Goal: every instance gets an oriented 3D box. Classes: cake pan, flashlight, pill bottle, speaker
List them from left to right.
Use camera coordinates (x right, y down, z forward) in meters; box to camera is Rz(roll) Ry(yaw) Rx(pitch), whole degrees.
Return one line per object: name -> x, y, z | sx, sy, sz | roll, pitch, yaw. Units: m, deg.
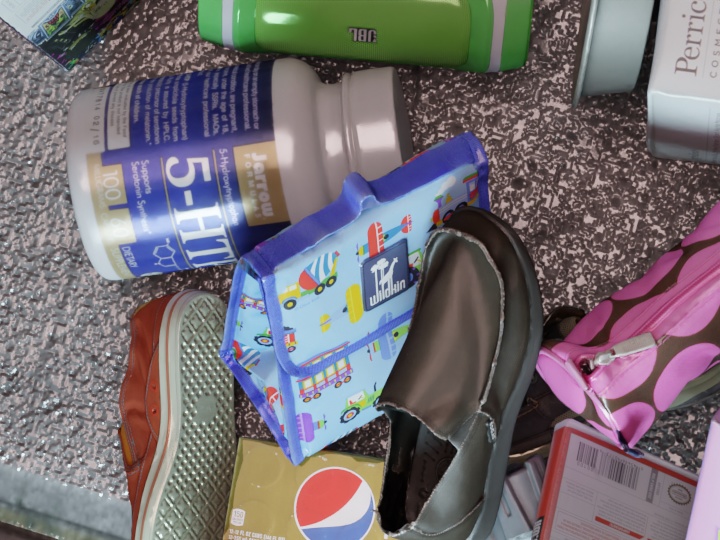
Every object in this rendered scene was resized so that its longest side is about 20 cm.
pill bottle -> -0.070, -0.066, 1.450 | 0.199, 0.120, 0.120 | -9, 82, 7
speaker -> 0.004, -0.168, 1.436 | 0.199, 0.088, 0.089 | 5, 84, 2
flashlight -> 0.124, 0.205, 1.358 | 0.067, 0.068, 0.201 | -22, 87, -2
cake pan -> 0.156, -0.193, 1.396 | 0.036, 0.200, 0.202 | 9, 84, 2

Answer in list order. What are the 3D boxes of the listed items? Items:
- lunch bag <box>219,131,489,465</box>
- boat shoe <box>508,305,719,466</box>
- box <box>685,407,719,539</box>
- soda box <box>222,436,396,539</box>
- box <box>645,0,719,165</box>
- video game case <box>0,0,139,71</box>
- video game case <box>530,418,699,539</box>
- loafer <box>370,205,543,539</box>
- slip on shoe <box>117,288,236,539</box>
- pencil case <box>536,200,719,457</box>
lunch bag -> 0.000, 0.000, 1.367 | 0.150, 0.200, 0.094 | -28, 63, -16
boat shoe -> 0.126, 0.056, 1.422 | 0.199, 0.075, 0.074 | -20, 123, -2
box -> 0.270, 0.091, 1.304 | 0.096, 0.176, 0.200 | 28, 56, 21
soda box -> 0.022, 0.149, 1.440 | 0.199, 0.064, 0.068 | 9, 86, 8
box -> 0.242, -0.170, 1.380 | 0.130, 0.200, 0.200 | 8, 85, 8
video game case -> -0.142, -0.218, 1.448 | 0.200, 0.181, 0.036 | -45, 79, 1
video game case -> 0.153, 0.199, 1.329 | 0.142, 0.017, 0.201 | 24, 62, -18
loafer -> 0.049, 0.065, 1.311 | 0.073, 0.071, 0.201 | 16, 106, 41
slip on shoe -> -0.119, 0.112, 1.470 | 0.061, 0.074, 0.201 | 2, 89, 43
pencil case -> 0.193, 0.012, 1.329 | 0.200, 0.094, 0.091 | -42, 63, -6
